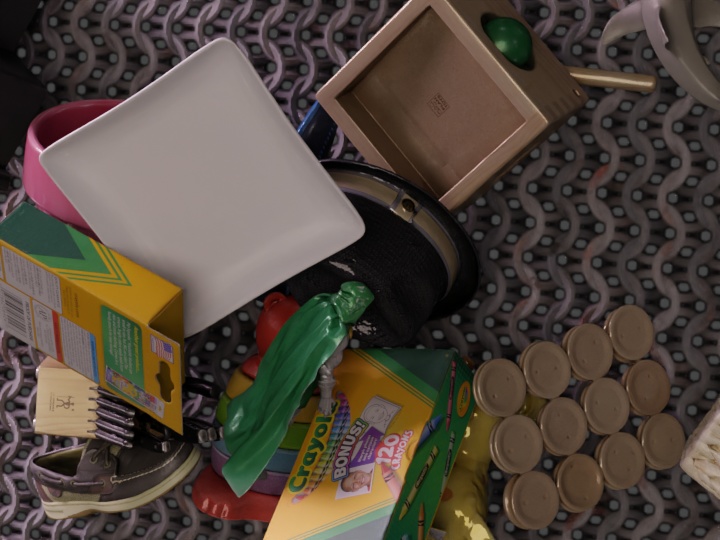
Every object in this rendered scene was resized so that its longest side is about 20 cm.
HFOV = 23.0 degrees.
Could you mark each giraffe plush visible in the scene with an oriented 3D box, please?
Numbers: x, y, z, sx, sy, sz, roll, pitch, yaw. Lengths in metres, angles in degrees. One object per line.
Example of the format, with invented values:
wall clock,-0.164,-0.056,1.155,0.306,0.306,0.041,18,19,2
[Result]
giraffe plush,0.076,0.162,1.559,0.172,0.200,0.162,27,75,-12

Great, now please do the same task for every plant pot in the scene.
plant pot,-0.208,-0.036,1.591,0.200,0.200,0.179,15,115,12

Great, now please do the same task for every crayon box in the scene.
crayon box,0.011,0.162,1.472,0.119,0.058,0.200,-1,53,36
crayon box,-0.216,0.040,1.481,0.200,0.052,0.126,29,143,19

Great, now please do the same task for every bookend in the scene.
bookend,-0.350,-0.211,1.596,0.199,0.092,0.200,-58,46,13

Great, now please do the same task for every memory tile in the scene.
memory tile,0.190,0.126,1.524,0.017,0.200,0.153,-14,94,59

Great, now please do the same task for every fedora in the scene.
fedora,0.000,0.000,1.509,0.200,0.092,0.201,16,141,13

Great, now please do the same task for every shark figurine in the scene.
shark figurine,0.285,-0.187,1.500,0.128,0.089,0.215,-35,85,16

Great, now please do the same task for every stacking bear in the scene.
stacking bear,-0.074,0.119,1.603,0.121,0.114,0.200,12,102,-17

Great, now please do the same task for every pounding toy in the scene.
pounding toy,0.110,-0.156,1.529,0.200,0.142,0.184,-42,85,31

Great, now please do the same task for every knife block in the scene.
knife block,-0.203,0.115,1.612,0.175,0.200,0.064,5,97,-2

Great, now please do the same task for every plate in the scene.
plate,-0.126,-0.067,1.438,0.200,0.032,0.200,-30,108,20

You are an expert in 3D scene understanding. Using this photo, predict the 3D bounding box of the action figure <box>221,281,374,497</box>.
action figure,-0.050,0.086,1.476,0.055,0.118,0.200,19,121,-28

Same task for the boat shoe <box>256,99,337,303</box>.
boat shoe,-0.051,-0.060,1.608,0.069,0.084,0.200,25,118,3

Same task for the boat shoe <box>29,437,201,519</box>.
boat shoe,-0.236,0.183,1.642,0.201,0.072,0.066,-18,113,39

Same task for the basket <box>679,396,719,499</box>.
basket,0.380,0.166,1.489,0.200,0.136,0.123,38,105,8
